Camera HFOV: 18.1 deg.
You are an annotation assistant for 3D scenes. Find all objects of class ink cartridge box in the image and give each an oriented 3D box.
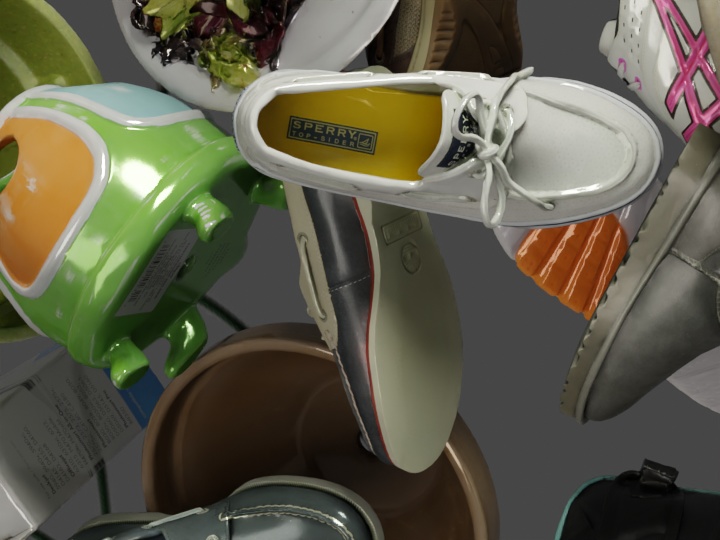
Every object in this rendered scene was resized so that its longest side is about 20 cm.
[{"bbox_3d":[-0.204,0.109,1.246,0.116,0.200,0.067,-29,98,31],"label":"ink cartridge box"}]

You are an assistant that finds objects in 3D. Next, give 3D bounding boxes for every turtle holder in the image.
[{"bbox_3d":[-0.114,-0.037,1.139,0.131,0.185,0.141,36,131,11],"label":"turtle holder"}]

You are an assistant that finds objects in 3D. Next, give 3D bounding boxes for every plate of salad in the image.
[{"bbox_3d":[-0.053,-0.177,1.095,0.199,0.048,0.201,-6,79,33],"label":"plate of salad"}]

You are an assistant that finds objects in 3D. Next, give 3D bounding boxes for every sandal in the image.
[{"bbox_3d":[0.133,-0.006,1.121,0.079,0.059,0.207,-42,112,8],"label":"sandal"}]

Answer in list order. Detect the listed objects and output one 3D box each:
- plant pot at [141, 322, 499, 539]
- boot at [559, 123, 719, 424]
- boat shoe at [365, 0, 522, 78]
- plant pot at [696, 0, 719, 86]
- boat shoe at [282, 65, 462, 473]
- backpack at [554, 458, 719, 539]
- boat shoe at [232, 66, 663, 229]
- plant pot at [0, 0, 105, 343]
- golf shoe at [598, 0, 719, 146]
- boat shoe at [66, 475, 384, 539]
[{"bbox_3d":[-0.010,0.112,1.220,0.200,0.093,0.202,10,115,22],"label":"plant pot"},{"bbox_3d":[0.205,0.045,1.025,0.199,0.073,0.182,29,130,6],"label":"boot"},{"bbox_3d":[0.034,-0.126,1.119,0.072,0.072,0.201,42,140,39],"label":"boat shoe"},{"bbox_3d":[0.241,-0.131,0.927,0.183,0.200,0.202,-8,108,26],"label":"plant pot"},{"bbox_3d":[0.000,0.000,1.103,0.062,0.071,0.201,-4,101,37],"label":"boat shoe"},{"bbox_3d":[0.165,0.216,1.120,0.175,0.200,0.154,7,131,20],"label":"backpack"},{"bbox_3d":[0.044,-0.060,1.017,0.201,0.086,0.075,9,94,-6],"label":"boat shoe"},{"bbox_3d":[-0.261,-0.047,1.227,0.184,0.200,0.201,-12,107,41],"label":"plant pot"},{"bbox_3d":[0.162,-0.098,1.063,0.092,0.073,0.201,-9,99,32],"label":"golf shoe"},{"bbox_3d":[-0.081,0.157,1.182,0.199,0.062,0.073,-10,107,29],"label":"boat shoe"}]
